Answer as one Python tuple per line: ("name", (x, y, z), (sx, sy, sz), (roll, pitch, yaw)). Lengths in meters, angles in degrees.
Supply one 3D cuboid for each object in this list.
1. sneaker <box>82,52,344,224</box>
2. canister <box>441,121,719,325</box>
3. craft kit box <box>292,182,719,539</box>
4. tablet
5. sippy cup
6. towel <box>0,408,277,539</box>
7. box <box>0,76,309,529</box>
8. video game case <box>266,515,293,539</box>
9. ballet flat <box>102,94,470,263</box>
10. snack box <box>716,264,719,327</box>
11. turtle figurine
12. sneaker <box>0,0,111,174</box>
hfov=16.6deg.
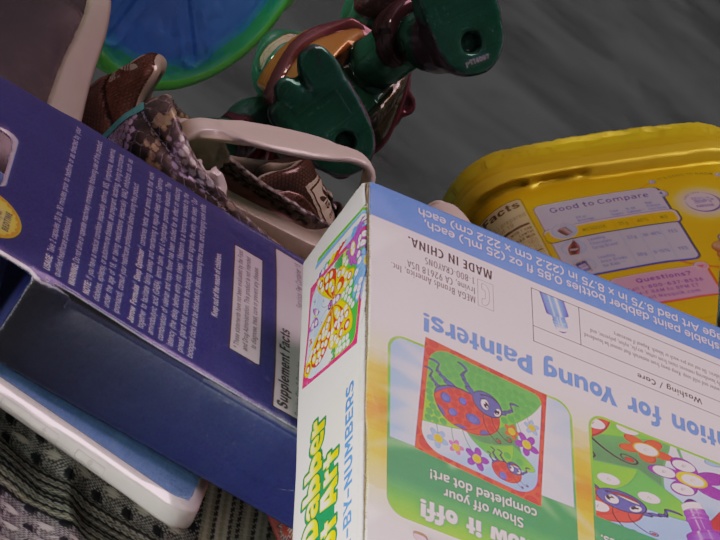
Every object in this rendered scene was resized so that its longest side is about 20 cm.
("sneaker", (-0.025, 0.004, 0.875), (0.199, 0.076, 0.071), (35, 17, -8))
("canister", (0.125, 0.029, 1.016), (0.147, 0.087, 0.200), (-8, 34, -9))
("craft kit box", (0.076, 0.092, 0.654), (0.199, 0.049, 0.198), (22, 40, -20))
("tablet", (-0.120, -0.007, 0.705), (0.199, 0.014, 0.130), (35, 18, -6))
("sippy cup", (-0.108, -0.168, 1.090), (0.130, 0.140, 0.178), (36, -19, 36))
("towel", (-0.075, 0.074, 0.665), (0.192, 0.035, 0.200), (33, 17, -13))
("box", (-0.039, 0.020, 0.715), (0.199, 0.032, 0.121), (32, 19, -14))
("video game case", (0.028, 0.086, 0.766), (0.142, 0.018, 0.200), (27, 16, -25))
("ballet flat", (0.000, 0.000, 0.813), (0.199, 0.072, 0.072), (28, 19, -21))
("snack box", (0.188, 0.056, 0.906), (0.115, 0.202, 0.037), (-1, 11, -12))
("turtle figurine", (-0.021, -0.087, 0.984), (0.100, 0.150, 0.200), (37, -7, -22))
("sneaker", (-0.150, -0.082, 0.854), (0.106, 0.075, 0.200), (31, 19, -17))
